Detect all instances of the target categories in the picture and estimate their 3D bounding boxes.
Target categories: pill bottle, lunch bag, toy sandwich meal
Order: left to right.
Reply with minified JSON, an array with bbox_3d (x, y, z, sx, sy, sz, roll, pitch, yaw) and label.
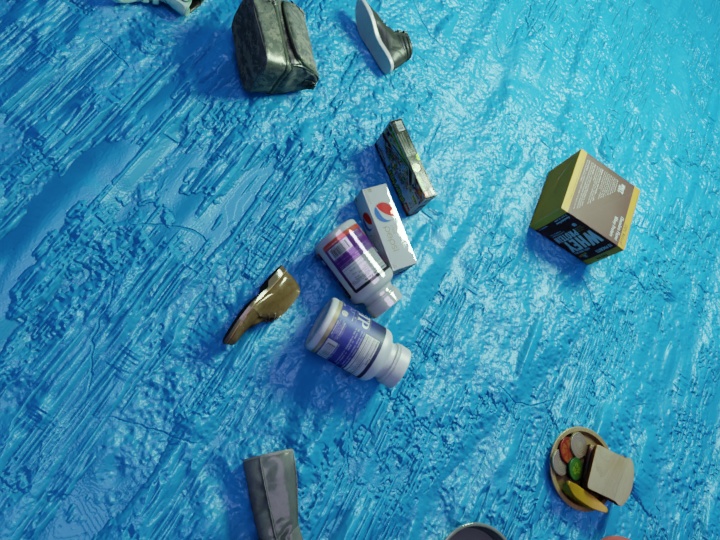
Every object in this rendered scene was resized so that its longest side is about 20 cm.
[{"bbox_3d":[-0.189,-0.516,1.248,0.166,0.139,0.202,-6,77,-38],"label":"lunch bag"},{"bbox_3d":[-0.002,0.155,1.119,0.199,0.120,0.120,31,67,-9],"label":"pill bottle"},{"bbox_3d":[0.000,0.000,1.170,0.111,0.111,0.201,-36,89,-25],"label":"pill bottle"},{"bbox_3d":[0.529,0.459,1.246,0.203,0.070,0.207,6,73,-18],"label":"toy sandwich meal"}]

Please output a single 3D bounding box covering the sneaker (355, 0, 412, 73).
[{"bbox_3d":[0.063,-0.612,1.400,0.099,0.071,0.201,-28,91,-26],"label":"sneaker"}]

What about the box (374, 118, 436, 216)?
[{"bbox_3d":[0.104,-0.240,1.279,0.034,0.110,0.202,-20,81,-23],"label":"box"}]

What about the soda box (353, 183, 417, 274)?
[{"bbox_3d":[0.055,-0.092,1.243,0.068,0.064,0.202,-17,80,-23],"label":"soda box"}]

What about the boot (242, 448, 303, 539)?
[{"bbox_3d":[-0.189,0.447,0.993,0.180,0.073,0.202,-12,78,-17],"label":"boot"}]

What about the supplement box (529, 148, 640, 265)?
[{"bbox_3d":[0.585,-0.161,1.415,0.199,0.133,0.198,30,67,-8],"label":"supplement box"}]

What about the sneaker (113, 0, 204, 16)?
[{"bbox_3d":[-0.446,-0.616,1.209,0.200,0.074,0.119,-33,81,-27],"label":"sneaker"}]

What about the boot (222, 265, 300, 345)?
[{"bbox_3d":[-0.197,0.084,1.102,0.075,0.073,0.200,46,63,-13],"label":"boot"}]

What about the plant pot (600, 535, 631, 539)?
[{"bbox_3d":[0.614,0.683,1.152,0.198,0.177,0.203,6,72,-18],"label":"plant pot"}]

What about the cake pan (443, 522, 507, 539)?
[{"bbox_3d":[0.230,0.623,1.109,0.198,0.037,0.203,6,72,-18],"label":"cake pan"}]
